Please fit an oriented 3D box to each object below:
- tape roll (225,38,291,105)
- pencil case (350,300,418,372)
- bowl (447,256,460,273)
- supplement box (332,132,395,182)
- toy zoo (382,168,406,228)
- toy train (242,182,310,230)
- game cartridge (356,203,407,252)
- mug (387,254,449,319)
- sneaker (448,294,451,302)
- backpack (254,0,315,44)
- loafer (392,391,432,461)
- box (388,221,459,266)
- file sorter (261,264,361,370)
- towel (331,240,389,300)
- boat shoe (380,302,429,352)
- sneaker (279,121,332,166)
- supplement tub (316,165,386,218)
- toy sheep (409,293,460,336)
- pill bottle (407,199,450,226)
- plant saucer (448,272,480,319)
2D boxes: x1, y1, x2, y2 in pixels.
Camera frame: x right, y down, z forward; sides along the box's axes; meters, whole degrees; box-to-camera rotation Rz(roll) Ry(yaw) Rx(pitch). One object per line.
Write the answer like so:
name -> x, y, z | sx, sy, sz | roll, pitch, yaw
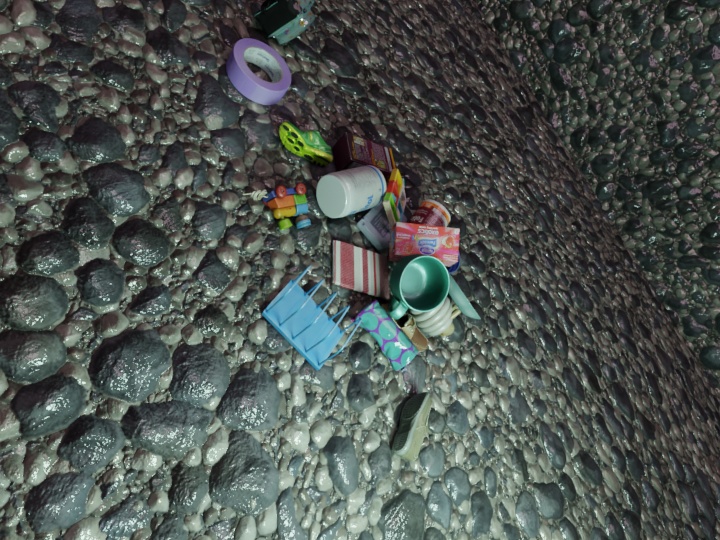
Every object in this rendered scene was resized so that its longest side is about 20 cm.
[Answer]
tape roll -> -0.315, -0.619, 1.602 | 0.197, 0.065, 0.204 | 22, 52, -30
pencil case -> 0.069, 0.181, 1.410 | 0.201, 0.092, 0.085 | 51, 11, -1
bowl -> 0.259, -0.074, 1.770 | 0.198, 0.039, 0.204 | 22, 51, -30
supplement box -> 0.015, -0.364, 1.709 | 0.197, 0.085, 0.113 | 9, 58, -37
toy zoo -> 0.115, -0.232, 1.657 | 0.133, 0.020, 0.203 | 68, 28, -42
toy train -> -0.222, -0.161, 1.388 | 0.198, 0.084, 0.118 | -18, 90, -45
game cartridge -> 0.076, -0.149, 1.663 | 0.133, 0.041, 0.200 | 45, 44, -4
mug -> 0.143, 0.036, 1.432 | 0.181, 0.114, 0.156 | -15, 99, -16
sneaker -> 0.222, 0.056, 1.619 | 0.197, 0.090, 0.077 | 26, 47, -28
backpack -> -0.242, -0.888, 1.761 | 0.154, 0.173, 0.203 | 47, 40, -31
loafer -> 0.143, 0.409, 1.349 | 0.070, 0.074, 0.201 | 50, 47, -19
box -> 0.188, -0.076, 1.527 | 0.195, 0.095, 0.102 | 6, 81, -7
file sorter -> -0.113, 0.112, 1.270 | 0.200, 0.122, 0.139 | 46, 44, -8
towel -> 0.000, 0.000, 1.513 | 0.197, 0.023, 0.147 | 17, 56, -30
boat shoe -> 0.126, 0.164, 1.479 | 0.198, 0.072, 0.077 | 36, 46, -18
sneaker -> -0.169, -0.397, 1.585 | 0.198, 0.073, 0.085 | 29, 50, -36
supplement tub -> -0.024, -0.242, 1.565 | 0.198, 0.132, 0.134 | -24, 80, -45
toy sheep -> 0.214, 0.116, 1.543 | 0.201, 0.137, 0.138 | 50, 43, -11
pill bottle -> 0.194, -0.118, 1.645 | 0.114, 0.114, 0.202 | 40, 70, -13
plant saucer -> 0.302, 0.077, 1.597 | 0.203, 0.038, 0.201 | 54, 7, -9
